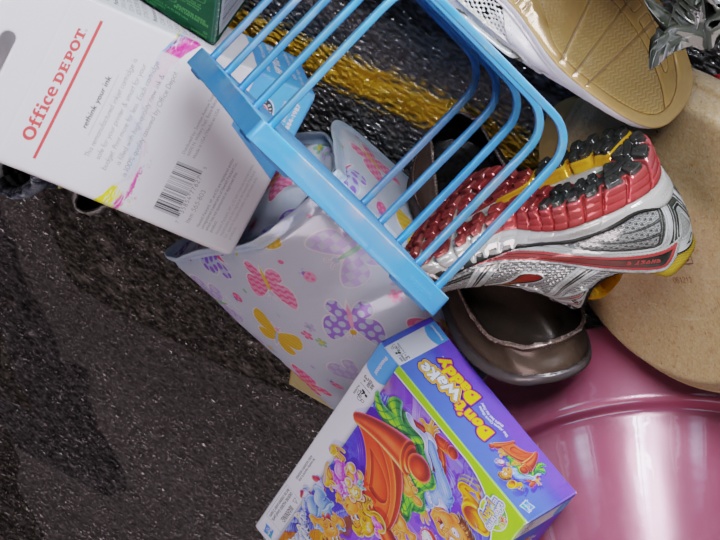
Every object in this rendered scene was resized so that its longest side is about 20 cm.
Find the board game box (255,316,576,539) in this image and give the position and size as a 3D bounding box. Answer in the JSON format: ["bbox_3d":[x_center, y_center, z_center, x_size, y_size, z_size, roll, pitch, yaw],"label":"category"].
[{"bbox_3d":[0.029,0.140,1.702,0.135,0.045,0.200,50,138,16],"label":"board game box"}]

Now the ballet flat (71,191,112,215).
[{"bbox_3d":[-0.133,-0.076,1.902,0.066,0.057,0.200,42,153,-9],"label":"ballet flat"}]

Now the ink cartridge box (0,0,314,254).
[{"bbox_3d":[-0.143,-0.104,1.710,0.199,0.115,0.068,23,-161,-19],"label":"ink cartridge box"}]

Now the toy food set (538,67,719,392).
[{"bbox_3d":[0.183,-0.021,1.586,0.200,0.049,0.198,-28,90,51],"label":"toy food set"}]

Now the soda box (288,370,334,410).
[{"bbox_3d":[0.052,0.087,1.958,0.200,0.064,0.068,29,154,10],"label":"soda box"}]

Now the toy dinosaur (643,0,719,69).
[{"bbox_3d":[0.151,-0.179,1.373,0.136,0.102,0.200,62,168,-16],"label":"toy dinosaur"}]

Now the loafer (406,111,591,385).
[{"bbox_3d":[0.073,-0.016,1.665,0.071,0.073,0.200,87,160,-46],"label":"loafer"}]

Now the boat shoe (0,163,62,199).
[{"bbox_3d":[-0.162,-0.105,1.805,0.071,0.091,0.200,60,145,16],"label":"boat shoe"}]

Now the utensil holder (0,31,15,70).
[{"bbox_3d":[-0.267,-0.202,1.723,0.170,0.170,0.200,23,150,21],"label":"utensil holder"}]

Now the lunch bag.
[{"bbox_3d":[0.000,0.000,1.804,0.170,0.127,0.200,42,164,-16],"label":"lunch bag"}]

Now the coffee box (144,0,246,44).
[{"bbox_3d":[-0.112,-0.219,1.610,0.123,0.044,0.200,33,155,11],"label":"coffee box"}]

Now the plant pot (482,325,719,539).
[{"bbox_3d":[0.169,0.151,1.716,0.199,0.180,0.200,-4,152,-2],"label":"plant pot"}]

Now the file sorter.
[{"bbox_3d":[0.011,-0.088,1.556,0.139,0.123,0.200,44,-178,-19],"label":"file sorter"}]

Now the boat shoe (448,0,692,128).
[{"bbox_3d":[0.088,-0.146,1.525,0.200,0.071,0.069,42,158,-4],"label":"boat shoe"}]

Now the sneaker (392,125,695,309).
[{"bbox_3d":[0.094,-0.010,1.568,0.200,0.078,0.082,-14,122,47],"label":"sneaker"}]
